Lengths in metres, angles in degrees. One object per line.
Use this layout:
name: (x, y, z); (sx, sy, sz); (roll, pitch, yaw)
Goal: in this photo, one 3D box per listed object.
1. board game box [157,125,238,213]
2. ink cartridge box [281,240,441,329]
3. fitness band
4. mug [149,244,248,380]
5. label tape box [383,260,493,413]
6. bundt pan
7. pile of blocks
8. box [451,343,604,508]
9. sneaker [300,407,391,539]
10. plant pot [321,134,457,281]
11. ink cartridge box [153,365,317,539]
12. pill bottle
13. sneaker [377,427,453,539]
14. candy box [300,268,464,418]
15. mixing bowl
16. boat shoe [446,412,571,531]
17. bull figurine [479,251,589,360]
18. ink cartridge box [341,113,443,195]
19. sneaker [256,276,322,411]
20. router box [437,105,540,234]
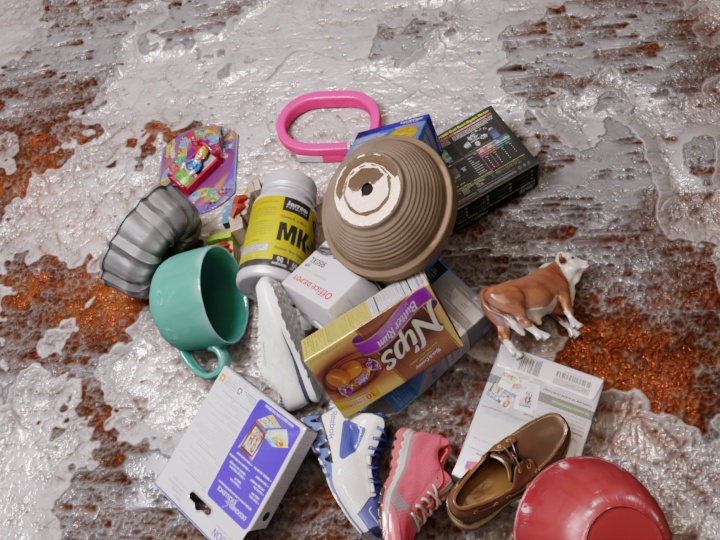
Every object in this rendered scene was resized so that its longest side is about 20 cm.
board game box: (-0.308, -0.199, 1.387); (0.154, 0.039, 0.204); (-7, 60, 9)
ink cartridge box: (0.000, 0.000, 1.124); (0.200, 0.085, 0.144); (-44, 34, -17)
fitness band: (-0.059, -0.267, 1.372); (0.195, 0.038, 0.147); (1, 61, 12)
mug: (-0.260, 0.060, 1.163); (0.112, 0.153, 0.188); (-11, 46, 18)
label tape box: (0.081, 0.089, 1.125); (0.199, 0.067, 0.143); (-39, 60, -12)
bundt pan: (-0.330, -0.039, 1.223); (0.075, 0.203, 0.204); (32, 71, 7)
pile of blocks: (-0.223, -0.086, 1.293); (0.080, 0.063, 0.204); (9, 63, 17)
box: (0.232, 0.220, 1.031); (0.153, 0.041, 0.203); (17, 66, 21)
sneaker: (0.004, 0.260, 1.038); (0.114, 0.081, 0.201); (-31, 58, -3)
plant pot: (0.025, -0.095, 1.005); (0.196, 0.092, 0.206); (-7, 73, 23)
ink cartridge box: (-0.180, 0.269, 1.067); (0.196, 0.043, 0.203); (27, 82, 38)
pill bottle: (-0.131, -0.056, 1.225); (0.111, 0.115, 0.204); (1, 62, 13)
sneaker: (0.076, 0.288, 0.977); (0.085, 0.075, 0.202); (-3, 40, 17)
candy box: (0.030, 0.101, 1.030); (0.197, 0.118, 0.057); (-31, 26, 5)
mixing bowl: (0.288, 0.323, 0.883); (0.194, 0.109, 0.206); (1, 76, -4)
boat shoe: (0.193, 0.253, 0.959); (0.198, 0.068, 0.072); (-37, 60, -9)
bull figurine: (0.264, 0.045, 1.085); (0.196, 0.066, 0.123); (-17, 64, -24)
ink cartridge box: (0.047, -0.167, 1.170); (0.133, 0.077, 0.202); (-10, 32, 26)
sneaker: (-0.124, 0.111, 1.112); (0.079, 0.076, 0.205); (-18, 93, 15)
router box: (0.176, -0.164, 1.245); (0.197, 0.062, 0.151); (-29, 59, -4)
